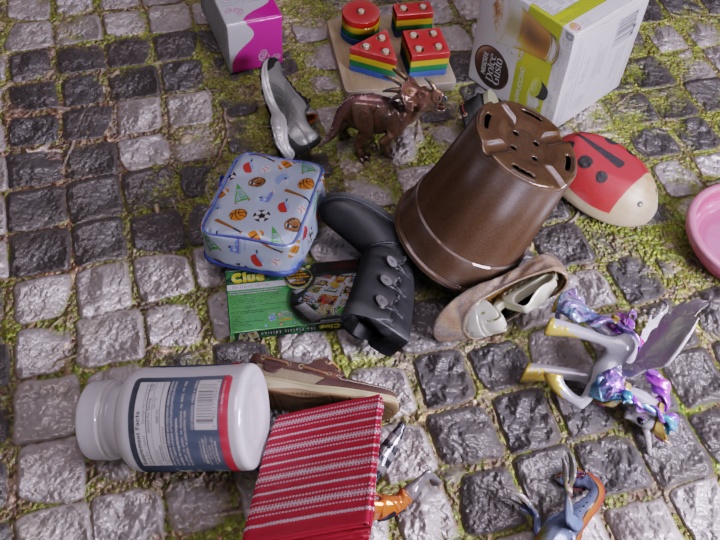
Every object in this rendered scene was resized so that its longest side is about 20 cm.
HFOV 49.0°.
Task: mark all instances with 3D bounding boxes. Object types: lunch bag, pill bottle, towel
[{"bbox_3d":[-0.138,-0.086,1.127,0.158,0.076,0.201,8,45,10],"label":"lunch bag"},{"bbox_3d":[-0.213,0.169,0.904,0.197,0.120,0.121,-3,52,10],"label":"pill bottle"},{"bbox_3d":[-0.046,0.217,0.853,0.143,0.023,0.201,-14,29,14],"label":"towel"}]

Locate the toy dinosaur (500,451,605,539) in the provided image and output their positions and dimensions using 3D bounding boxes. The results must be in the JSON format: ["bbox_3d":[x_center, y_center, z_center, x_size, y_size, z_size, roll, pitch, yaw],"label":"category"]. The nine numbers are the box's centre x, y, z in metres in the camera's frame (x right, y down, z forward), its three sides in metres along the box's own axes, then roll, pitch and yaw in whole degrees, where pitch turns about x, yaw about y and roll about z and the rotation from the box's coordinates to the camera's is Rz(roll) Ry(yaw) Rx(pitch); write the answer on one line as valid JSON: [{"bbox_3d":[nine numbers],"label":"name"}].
[{"bbox_3d":[0.213,0.303,0.891,0.180,0.105,0.203,-13,91,-29],"label":"toy dinosaur"}]

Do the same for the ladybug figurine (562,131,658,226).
[{"bbox_3d":[0.373,-0.151,1.220,0.199,0.072,0.135,39,60,23],"label":"ladybug figurine"}]

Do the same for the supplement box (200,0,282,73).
[{"bbox_3d":[-0.213,-0.458,1.394,0.100,0.104,0.201,-15,54,-16],"label":"supplement box"}]

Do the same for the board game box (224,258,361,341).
[{"bbox_3d":[-0.083,0.038,1.079,0.197,0.024,0.106,-5,56,-8],"label":"board game box"}]

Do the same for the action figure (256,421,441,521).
[{"bbox_3d":[-0.033,0.242,0.882,0.199,0.105,0.193,37,50,21],"label":"action figure"}]

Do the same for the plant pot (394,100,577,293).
[{"bbox_3d":[0.176,-0.103,1.060,0.198,0.199,0.202,15,49,-18],"label":"plant pot"}]

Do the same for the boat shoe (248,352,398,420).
[{"bbox_3d":[-0.048,0.138,0.979,0.197,0.073,0.073,5,54,8],"label":"boat shoe"}]

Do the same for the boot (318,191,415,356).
[{"bbox_3d":[0.001,0.000,1.059,0.163,0.066,0.202,22,49,-8],"label":"boot"}]

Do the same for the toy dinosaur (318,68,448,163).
[{"bbox_3d":[0.026,-0.249,1.231,0.197,0.136,0.087,-8,53,-9],"label":"toy dinosaur"}]

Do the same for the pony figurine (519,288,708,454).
[{"bbox_3d":[0.328,0.106,0.995,0.198,0.167,0.195,25,87,10],"label":"pony figurine"}]

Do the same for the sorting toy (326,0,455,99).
[{"bbox_3d":[0.052,-0.401,1.389,0.196,0.070,0.202,-7,54,-9],"label":"sorting toy"}]

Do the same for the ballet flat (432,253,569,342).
[{"bbox_3d":[0.187,0.043,1.036,0.199,0.068,0.067,-33,33,-4],"label":"ballet flat"}]

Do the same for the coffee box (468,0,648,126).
[{"bbox_3d":[0.324,-0.396,1.321,0.199,0.201,0.198,-34,61,-25],"label":"coffee box"}]

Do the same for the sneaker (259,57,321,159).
[{"bbox_3d":[-0.114,-0.262,1.266,0.078,0.074,0.202,-17,61,0],"label":"sneaker"}]

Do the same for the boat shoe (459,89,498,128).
[{"bbox_3d":[0.197,-0.191,1.249,0.062,0.073,0.204,-19,59,27],"label":"boat shoe"}]

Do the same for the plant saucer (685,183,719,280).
[{"bbox_3d":[0.576,-0.042,1.166,0.197,0.051,0.202,2,52,-3],"label":"plant saucer"}]
